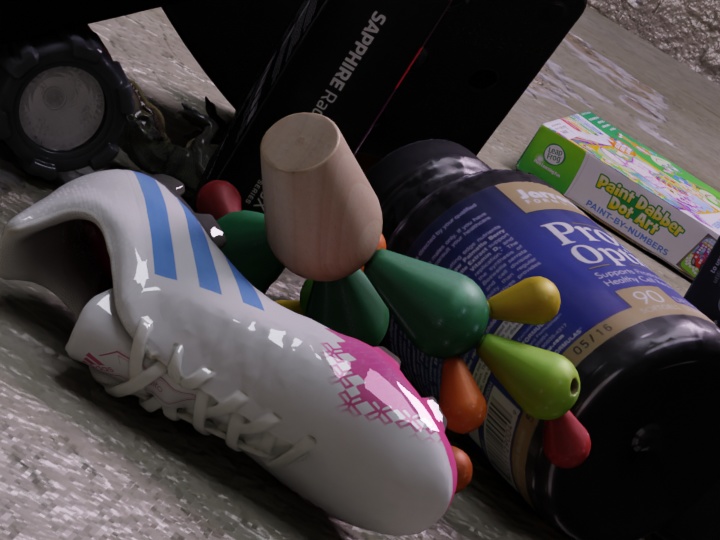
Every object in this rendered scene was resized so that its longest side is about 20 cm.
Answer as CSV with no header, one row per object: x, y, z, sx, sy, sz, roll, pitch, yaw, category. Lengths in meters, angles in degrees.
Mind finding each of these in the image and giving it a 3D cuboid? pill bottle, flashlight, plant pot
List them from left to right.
-0.160,-0.104,1.121,0.068,0.068,0.200,13,15,-23,flashlight
0.013,-0.167,1.201,0.199,0.200,0.178,14,43,-27,plant pot
0.074,0.024,1.046,0.112,0.112,0.200,18,19,-42,pill bottle

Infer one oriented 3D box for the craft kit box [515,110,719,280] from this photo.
0.228,-0.050,1.777,0.197,0.049,0.200,36,15,8,craft kit box

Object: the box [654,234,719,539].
0.227,0.073,1.115,0.124,0.149,0.200,37,16,30,box

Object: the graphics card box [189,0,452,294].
-0.013,-0.090,1.042,0.051,0.200,0.126,30,25,-8,graphics card box

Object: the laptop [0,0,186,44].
-0.151,-0.157,1.027,0.177,0.104,0.200,-15,26,-19,laptop

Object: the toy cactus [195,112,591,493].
0.000,0.000,0.927,0.200,0.102,0.165,29,-28,31,toy cactus

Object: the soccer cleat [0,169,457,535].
-0.056,0.037,0.857,0.200,0.070,0.086,39,37,26,soccer cleat

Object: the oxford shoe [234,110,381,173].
-0.023,-0.091,1.292,0.071,0.071,0.200,-14,31,-23,oxford shoe

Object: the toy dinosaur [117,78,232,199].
-0.049,-0.049,1.189,0.200,0.048,0.088,26,29,-22,toy dinosaur
